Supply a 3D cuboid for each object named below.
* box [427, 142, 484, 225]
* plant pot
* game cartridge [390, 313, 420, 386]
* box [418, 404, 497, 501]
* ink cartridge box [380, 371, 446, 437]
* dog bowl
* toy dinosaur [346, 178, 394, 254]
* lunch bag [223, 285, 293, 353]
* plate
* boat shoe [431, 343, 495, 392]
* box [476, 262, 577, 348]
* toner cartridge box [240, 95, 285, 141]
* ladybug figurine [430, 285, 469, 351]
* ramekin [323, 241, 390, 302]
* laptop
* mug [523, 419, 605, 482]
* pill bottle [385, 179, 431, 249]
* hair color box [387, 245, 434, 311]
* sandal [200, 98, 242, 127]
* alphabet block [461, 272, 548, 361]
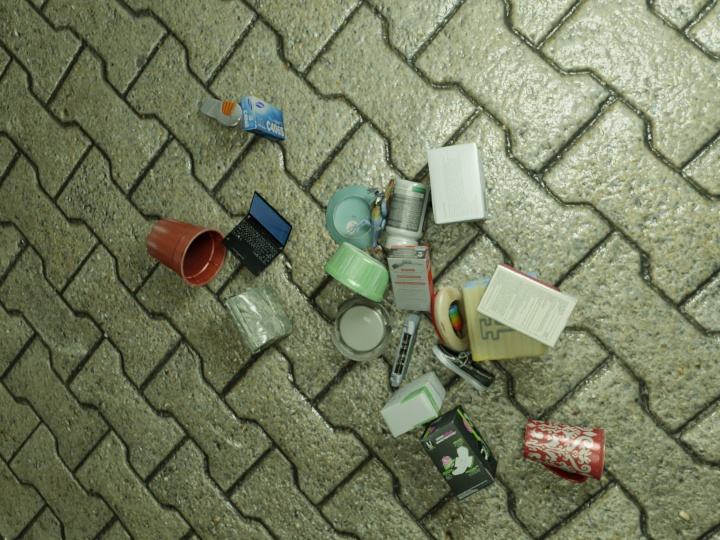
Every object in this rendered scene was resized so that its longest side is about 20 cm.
[{"bbox_3d":[0.271,-0.230,1.427,0.130,0.199,0.201,-6,93,17],"label":"box"},{"bbox_3d":[-0.586,-0.075,1.728,0.195,0.201,0.202,23,101,23],"label":"plant pot"},{"bbox_3d":[0.135,0.232,1.542,0.040,0.133,0.201,15,100,9],"label":"game cartridge"},{"bbox_3d":[0.286,0.523,1.508,0.124,0.148,0.200,-36,84,19],"label":"box"},{"bbox_3d":[0.158,0.383,1.513,0.145,0.200,0.088,-32,88,17],"label":"ink cartridge box"},{"bbox_3d":[0.008,0.177,1.618,0.199,0.059,0.201,1,95,17],"label":"dog bowl"},{"bbox_3d":[0.063,-0.148,1.550,0.105,0.200,0.182,28,139,43],"label":"toy dinosaur"},{"bbox_3d":[-0.337,0.156,1.669,0.139,0.168,0.201,-30,85,17],"label":"lunch bag"},{"bbox_3d":[-0.019,-0.165,1.617,0.199,0.026,0.201,1,94,17],"label":"plate"},{"bbox_3d":[0.303,0.269,1.522,0.199,0.074,0.068,39,109,11],"label":"boat shoe"},{"bbox_3d":[0.399,0.079,1.260,0.199,0.109,0.128,27,101,14],"label":"box"},{"bbox_3d":[-0.295,-0.459,1.589,0.043,0.200,0.096,-6,93,17],"label":"toner cartridge box"},{"bbox_3d":[0.256,0.137,1.505,0.072,0.136,0.201,-8,104,47],"label":"ladybug figurine"},{"bbox_3d":[0.000,0.000,1.538,0.200,0.200,0.098,33,96,13],"label":"ramekin"},{"bbox_3d":[-0.337,-0.115,1.677,0.177,0.103,0.200,43,85,11],"label":"laptop"},{"bbox_3d":[0.555,0.506,1.434,0.199,0.133,0.178,7,95,20],"label":"mug"},{"bbox_3d":[0.137,-0.157,1.521,0.113,0.113,0.201,13,97,16],"label":"pill bottle"},{"bbox_3d":[0.149,0.024,1.506,0.110,0.064,0.201,2,132,17],"label":"hair color box"},{"bbox_3d":[-0.445,-0.516,1.713,0.206,0.059,0.079,30,86,34],"label":"sandal"},{"bbox_3d":[0.395,0.122,1.421,0.195,0.195,0.201,-9,92,20],"label":"alphabet block"}]
